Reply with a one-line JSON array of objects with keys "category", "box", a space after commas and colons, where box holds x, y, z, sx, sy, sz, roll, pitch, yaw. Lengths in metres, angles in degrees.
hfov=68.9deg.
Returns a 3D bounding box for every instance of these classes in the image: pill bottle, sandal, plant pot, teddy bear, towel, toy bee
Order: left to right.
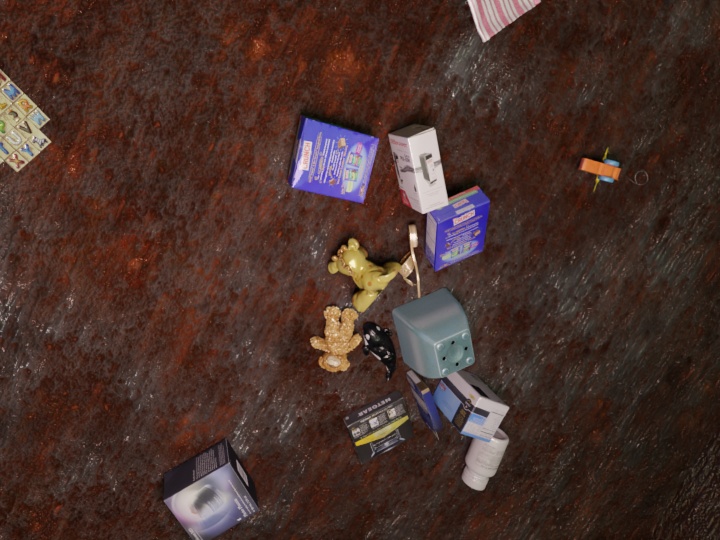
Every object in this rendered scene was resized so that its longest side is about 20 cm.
[{"category": "teddy bear", "box": [-0.067, 0.199, 1.506, 0.143, 0.067, 0.203, 23, 98, -23]}, {"category": "sandal", "box": [0.131, -0.025, 1.516, 0.068, 0.078, 0.217, -5, 104, 2]}, {"category": "plant pot", "box": [0.234, 0.202, 1.547, 0.193, 0.200, 0.200, -21, 114, -13]}, {"category": "pill bottle", "box": [0.425, 0.644, 1.812, 0.112, 0.114, 0.204, 14, 102, -24]}, {"category": "towel", "box": [0.376, -0.726, 1.388, 0.199, 0.030, 0.148, -36, 115, -6]}, {"category": "toy bee", "box": [0.771, -0.304, 1.650, 0.199, 0.109, 0.132, 36, 102, -2]}]

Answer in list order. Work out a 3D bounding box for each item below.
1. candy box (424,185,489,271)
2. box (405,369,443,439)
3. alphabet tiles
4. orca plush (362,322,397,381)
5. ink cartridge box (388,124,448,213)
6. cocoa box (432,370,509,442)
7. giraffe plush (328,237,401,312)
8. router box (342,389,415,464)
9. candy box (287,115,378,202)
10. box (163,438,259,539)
[{"category": "candy box", "box": [0.269, -0.115, 1.481, 0.166, 0.078, 0.202, -22, 143, -13]}, {"category": "box", "box": [0.204, 0.421, 1.651, 0.032, 0.121, 0.203, -25, 115, -11]}, {"category": "alphabet tiles", "box": [-0.768, -0.317, 1.102, 0.166, 0.006, 0.201, -42, 116, -3]}, {"category": "orca plush", "box": [0.066, 0.249, 1.569, 0.103, 0.071, 0.204, -19, 113, -14]}, {"category": "ink cartridge box", "box": [0.151, -0.271, 1.388, 0.081, 0.147, 0.204, -20, 113, -12]}, {"category": "cocoa box", "box": [0.341, 0.419, 1.658, 0.132, 0.200, 0.133, 23, 99, -26]}, {"category": "giraffe plush", "box": [0.000, 0.000, 1.429, 0.162, 0.200, 0.173, 42, 94, 2]}, {"category": "router box", "box": [0.060, 0.495, 1.659, 0.197, 0.052, 0.160, -23, 113, -12]}, {"category": "candy box", "box": [-0.072, -0.280, 1.331, 0.196, 0.077, 0.172, 9, 105, -24]}, {"category": "box", "box": [-0.419, 0.628, 1.484, 0.196, 0.123, 0.203, -28, 115, -8]}]
